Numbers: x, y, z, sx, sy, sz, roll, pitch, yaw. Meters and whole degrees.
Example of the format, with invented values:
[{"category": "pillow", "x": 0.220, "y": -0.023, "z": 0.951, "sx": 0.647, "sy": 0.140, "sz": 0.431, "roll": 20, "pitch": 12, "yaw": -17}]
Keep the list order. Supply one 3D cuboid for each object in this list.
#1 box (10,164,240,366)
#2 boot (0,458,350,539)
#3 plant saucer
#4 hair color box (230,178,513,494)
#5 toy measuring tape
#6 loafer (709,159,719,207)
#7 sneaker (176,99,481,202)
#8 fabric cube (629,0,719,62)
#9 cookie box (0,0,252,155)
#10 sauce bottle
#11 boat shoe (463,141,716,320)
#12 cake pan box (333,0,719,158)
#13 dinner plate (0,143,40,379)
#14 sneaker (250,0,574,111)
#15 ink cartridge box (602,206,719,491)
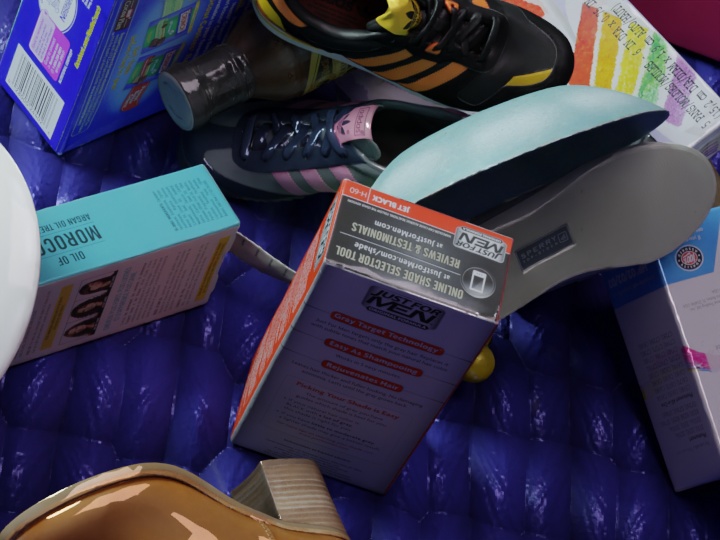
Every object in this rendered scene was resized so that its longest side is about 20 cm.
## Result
[{"category": "box", "x": -0.172, "y": 0.004, "z": 1.344, "sx": 0.200, "sy": 0.082, "sz": 0.049, "roll": -18, "pitch": 62, "yaw": -32}, {"category": "boot", "x": -0.084, "y": 0.183, "z": 1.254, "sx": 0.200, "sy": 0.074, "sz": 0.155, "roll": -6, "pitch": 62, "yaw": -23}, {"category": "plant saucer", "x": 0.076, "y": -0.065, "z": 1.335, "sx": 0.201, "sy": 0.201, "sz": 0.039, "roll": -19, "pitch": 84, "yaw": -32}, {"category": "hair color box", "x": 0.003, "y": 0.041, "z": 1.307, "sx": 0.101, "sy": 0.200, "sz": 0.061, "roll": 20, "pitch": 54, "yaw": -8}, {"category": "toy measuring tape", "x": 0.000, "y": 0.000, "z": 1.419, "sx": 0.200, "sy": 0.074, "sz": 0.074, "roll": 34, "pitch": 50, "yaw": 0}, {"category": "loafer", "x": 0.210, "y": -0.040, "z": 1.540, "sx": 0.200, "sy": 0.067, "sz": 0.076, "roll": 37, "pitch": 50, "yaw": 8}, {"category": "sneaker", "x": -0.017, "y": -0.082, "z": 1.442, "sx": 0.200, "sy": 0.082, "sz": 0.070, "roll": 2, "pitch": 71, "yaw": 4}, {"category": "fabric cube", "x": 0.216, "y": -0.300, "z": 1.654, "sx": 0.199, "sy": 0.200, "sz": 0.196, "roll": 19, "pitch": 51, "yaw": -5}, {"category": "cookie box", "x": -0.108, "y": -0.178, "z": 1.449, "sx": 0.200, "sy": 0.171, "sz": 0.075, "roll": -26, "pitch": 69, "yaw": -36}, {"category": "sauce bottle", "x": -0.032, "y": -0.145, "z": 1.452, "sx": 0.200, "sy": 0.065, "sz": 0.065, "roll": -29, "pitch": 69, "yaw": -21}, {"category": "boat shoe", "x": 0.112, "y": -0.025, "z": 1.382, "sx": 0.201, "sy": 0.071, "sz": 0.070, "roll": -24, "pitch": 106, "yaw": -17}, {"category": "cake pan box", "x": 0.112, "y": -0.100, "z": 1.506, "sx": 0.184, "sy": 0.052, "sz": 0.200, "roll": -37, "pitch": 71, "yaw": -5}, {"category": "dinner plate", "x": -0.264, "y": 0.002, "z": 1.261, "sx": 0.200, "sy": 0.024, "sz": 0.201, "roll": -6, "pitch": 72, "yaw": 20}, {"category": "sneaker", "x": 0.033, "y": -0.140, "z": 1.377, "sx": 0.200, "sy": 0.090, "sz": 0.070, "roll": 17, "pitch": 91, "yaw": -7}, {"category": "ink cartridge box", "x": 0.236, "y": 0.063, "z": 1.450, "sx": 0.115, "sy": 0.068, "sz": 0.200, "roll": -14, "pitch": 81, "yaw": -27}]
